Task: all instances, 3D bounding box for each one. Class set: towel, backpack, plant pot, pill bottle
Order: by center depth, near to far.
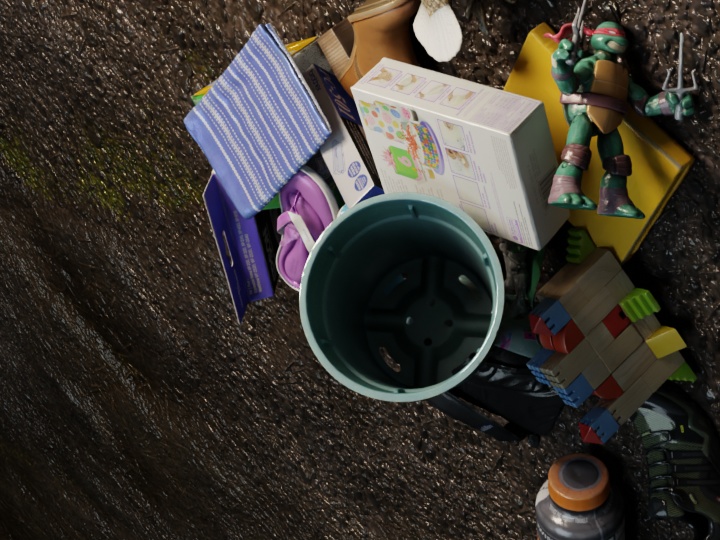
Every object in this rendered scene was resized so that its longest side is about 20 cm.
[{"bbox_3d":[0.056,0.039,1.620,0.200,0.200,0.196,44,-179,14],"label":"plant pot"},{"bbox_3d":[-0.116,-0.158,1.751,0.145,0.024,0.200,59,140,10],"label":"towel"},{"bbox_3d":[0.142,0.089,1.780,0.199,0.127,0.167,22,138,2],"label":"backpack"},{"bbox_3d":[0.260,0.308,1.901,0.106,0.106,0.201,28,142,36],"label":"pill bottle"}]

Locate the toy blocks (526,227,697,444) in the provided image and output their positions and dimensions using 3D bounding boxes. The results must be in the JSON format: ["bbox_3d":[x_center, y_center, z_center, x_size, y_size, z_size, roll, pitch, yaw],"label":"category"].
[{"bbox_3d":[0.233,0.078,1.632,0.200,0.137,0.100,53,166,-19],"label":"toy blocks"}]

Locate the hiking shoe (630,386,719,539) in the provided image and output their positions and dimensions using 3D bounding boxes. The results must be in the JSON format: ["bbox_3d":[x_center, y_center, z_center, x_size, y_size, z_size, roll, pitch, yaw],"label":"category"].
[{"bbox_3d":[0.335,0.213,1.698,0.200,0.100,0.076,52,150,2],"label":"hiking shoe"}]

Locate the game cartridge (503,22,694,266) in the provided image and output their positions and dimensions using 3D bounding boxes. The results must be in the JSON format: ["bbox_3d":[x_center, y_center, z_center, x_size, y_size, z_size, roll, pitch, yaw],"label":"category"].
[{"bbox_3d":[0.219,-0.122,1.581,0.200,0.032,0.177,47,150,15],"label":"game cartridge"}]

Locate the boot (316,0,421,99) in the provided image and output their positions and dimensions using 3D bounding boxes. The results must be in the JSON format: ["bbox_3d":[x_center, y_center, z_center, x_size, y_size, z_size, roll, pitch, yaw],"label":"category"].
[{"bbox_3d":[0.042,-0.211,1.685,0.156,0.077,0.200,54,148,-6],"label":"boot"}]

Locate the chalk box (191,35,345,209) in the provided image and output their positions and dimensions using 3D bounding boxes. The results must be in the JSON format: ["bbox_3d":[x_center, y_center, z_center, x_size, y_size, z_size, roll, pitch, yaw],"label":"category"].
[{"bbox_3d":[-0.079,-0.149,1.864,0.123,0.124,0.201,-3,119,49],"label":"chalk box"}]

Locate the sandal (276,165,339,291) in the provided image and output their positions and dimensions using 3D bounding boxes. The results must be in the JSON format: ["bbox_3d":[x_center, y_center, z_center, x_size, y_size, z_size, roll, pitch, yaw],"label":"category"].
[{"bbox_3d":[-0.066,-0.036,1.808,0.082,0.050,0.203,27,144,18],"label":"sandal"}]

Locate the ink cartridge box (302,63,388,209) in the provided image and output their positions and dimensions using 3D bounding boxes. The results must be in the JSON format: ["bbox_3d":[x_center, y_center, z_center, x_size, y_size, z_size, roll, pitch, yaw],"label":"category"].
[{"bbox_3d":[-0.002,-0.130,1.734,0.044,0.094,0.201,-44,48,21],"label":"ink cartridge box"}]

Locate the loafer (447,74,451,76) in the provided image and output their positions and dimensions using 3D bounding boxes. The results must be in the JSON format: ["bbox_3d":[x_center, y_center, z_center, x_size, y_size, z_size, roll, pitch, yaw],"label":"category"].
[{"bbox_3d":[0.105,-0.111,1.676,0.068,0.071,0.201,-13,128,24],"label":"loafer"}]

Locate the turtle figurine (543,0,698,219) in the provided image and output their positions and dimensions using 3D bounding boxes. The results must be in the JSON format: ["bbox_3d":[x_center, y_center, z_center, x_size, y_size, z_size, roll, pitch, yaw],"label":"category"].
[{"bbox_3d":[0.225,-0.152,1.453,0.101,0.148,0.202,-171,88,-73],"label":"turtle figurine"}]

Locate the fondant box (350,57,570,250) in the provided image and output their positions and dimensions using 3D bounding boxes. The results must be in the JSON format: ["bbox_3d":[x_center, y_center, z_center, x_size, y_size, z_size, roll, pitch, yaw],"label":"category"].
[{"bbox_3d":[0.096,-0.114,1.552,0.199,0.058,0.145,20,144,37],"label":"fondant box"}]

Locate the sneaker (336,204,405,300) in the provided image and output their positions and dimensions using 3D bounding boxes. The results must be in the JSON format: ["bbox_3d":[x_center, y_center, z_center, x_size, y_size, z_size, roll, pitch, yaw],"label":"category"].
[{"bbox_3d":[0.000,0.000,1.778,0.080,0.077,0.201,18,146,31],"label":"sneaker"}]

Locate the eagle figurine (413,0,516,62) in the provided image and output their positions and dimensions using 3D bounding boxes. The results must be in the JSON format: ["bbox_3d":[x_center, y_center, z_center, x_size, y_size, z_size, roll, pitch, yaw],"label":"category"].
[{"bbox_3d":[0.058,-0.309,1.488,0.151,0.199,0.152,-38,46,29],"label":"eagle figurine"}]

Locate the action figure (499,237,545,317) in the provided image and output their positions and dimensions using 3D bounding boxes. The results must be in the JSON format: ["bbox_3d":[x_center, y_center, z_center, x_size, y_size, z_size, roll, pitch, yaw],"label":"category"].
[{"bbox_3d":[0.159,-0.048,1.646,0.118,0.054,0.201,-114,18,-52],"label":"action figure"}]

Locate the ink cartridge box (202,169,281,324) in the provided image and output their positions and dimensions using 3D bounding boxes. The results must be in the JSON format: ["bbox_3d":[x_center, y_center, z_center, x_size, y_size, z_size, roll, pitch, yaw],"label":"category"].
[{"bbox_3d":[-0.137,-0.071,1.984,0.043,0.201,0.199,-4,127,12],"label":"ink cartridge box"}]
